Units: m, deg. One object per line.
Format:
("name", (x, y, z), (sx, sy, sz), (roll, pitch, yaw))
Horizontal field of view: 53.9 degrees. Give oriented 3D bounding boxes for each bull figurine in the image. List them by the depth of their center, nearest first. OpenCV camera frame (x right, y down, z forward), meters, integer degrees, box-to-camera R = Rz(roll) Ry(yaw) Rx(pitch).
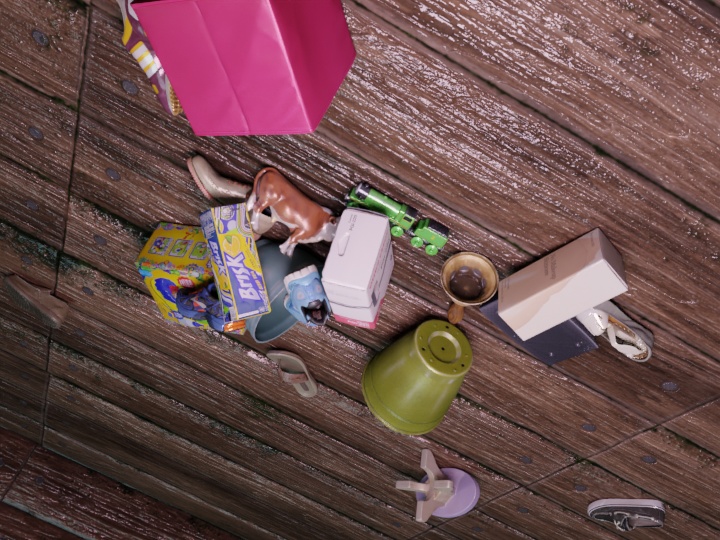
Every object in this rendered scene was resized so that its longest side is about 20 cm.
("bull figurine", (-0.122, -0.096, 1.290), (0.200, 0.122, 0.065), (41, -178, -11))

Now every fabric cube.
("fabric cube", (-0.145, -0.320, 0.950), (0.199, 0.197, 0.200), (3, 139, 23))

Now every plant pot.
("plant pot", (-0.177, 0.023, 1.398), (0.134, 0.200, 0.201), (43, 145, 17))
("plant pot", (0.130, 0.202, 1.444), (0.200, 0.201, 0.193), (27, 137, -6))

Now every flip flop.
("flip flop", (-0.169, 0.263, 1.762), (0.081, 0.058, 0.200), (-2, 136, 27))

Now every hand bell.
("hand bell", (0.192, 0.057, 1.345), (0.104, 0.104, 0.200), (16, 154, 7))

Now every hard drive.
("hard drive", (0.337, 0.096, 1.336), (0.200, 0.042, 0.135), (37, 140, -17))

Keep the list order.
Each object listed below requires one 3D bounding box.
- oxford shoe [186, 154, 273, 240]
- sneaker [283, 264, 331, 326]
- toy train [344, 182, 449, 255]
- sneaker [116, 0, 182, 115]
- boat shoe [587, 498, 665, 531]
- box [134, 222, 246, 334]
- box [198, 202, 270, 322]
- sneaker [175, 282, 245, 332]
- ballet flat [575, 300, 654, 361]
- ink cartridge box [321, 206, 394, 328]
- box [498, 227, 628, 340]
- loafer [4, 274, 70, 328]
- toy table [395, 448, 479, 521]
("oxford shoe", (-0.236, -0.148, 1.318), (0.074, 0.071, 0.200), (-34, 118, 18))
("sneaker", (-0.094, 0.069, 1.287), (0.078, 0.090, 0.200), (-23, 159, -6))
("toy train", (0.066, -0.093, 1.246), (0.199, 0.042, 0.056), (28, 132, -8))
("sneaker", (-0.323, -0.342, 1.118), (0.090, 0.075, 0.201), (18, 136, 18))
("boat shoe", (0.662, 0.616, 1.780), (0.200, 0.064, 0.071), (-21, 125, 41))
("box", (-0.335, 0.017, 1.500), (0.192, 0.122, 0.200), (6, 140, 17))
("box", (-0.223, -0.013, 1.256), (0.064, 0.070, 0.201), (-13, 90, 57))
("sneaker", (-0.286, 0.058, 1.360), (0.199, 0.075, 0.079), (14, 105, 41))
("ballet flat", (0.446, 0.099, 1.270), (0.200, 0.064, 0.067), (31, 141, -11))
("ink cartridge box", (0.000, 0.000, 1.259), (0.084, 0.146, 0.200), (12, 159, 13))
("box", (0.333, 0.025, 1.182), (0.200, 0.095, 0.078), (-33, 115, 30))
("loafer", (-0.847, 0.074, 1.859), (0.200, 0.067, 0.076), (38, 138, 5))
("toy table", (0.201, 0.579, 1.885), (0.200, 0.184, 0.117), (-28, 138, 35))
